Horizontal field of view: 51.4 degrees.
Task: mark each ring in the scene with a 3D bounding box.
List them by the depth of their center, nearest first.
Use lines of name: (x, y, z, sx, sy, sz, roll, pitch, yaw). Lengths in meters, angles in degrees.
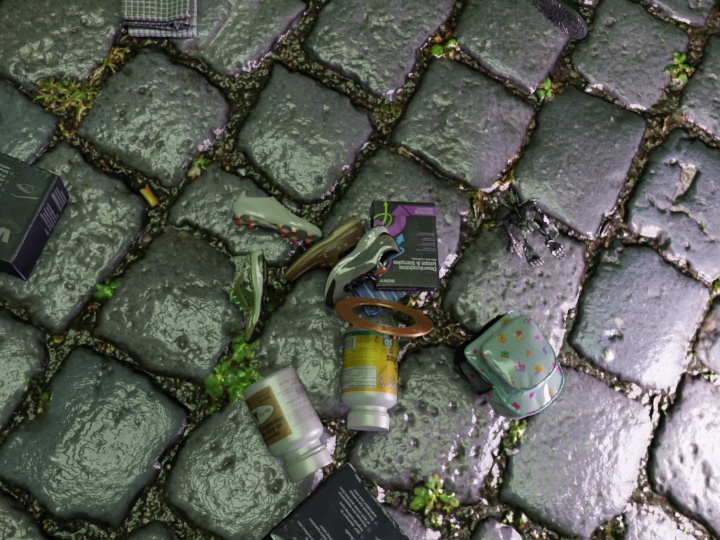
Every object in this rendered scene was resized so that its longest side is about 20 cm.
ring: (0.046, 0.095, 1.489, 0.199, 0.201, 0.019, 10, 105, -7)

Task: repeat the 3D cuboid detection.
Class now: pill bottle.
pill bottle: (-0.137, 0.299, 1.446, 0.114, 0.114, 0.201, -25, 79, -16)
pill bottle: (0.019, 0.215, 1.499, 0.112, 0.113, 0.201, 5, 72, -8)

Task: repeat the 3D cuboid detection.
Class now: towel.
towel: (0.060, -0.006, 1.626, 0.199, 0.024, 0.145, -32, 79, -19)
towel: (-0.454, -0.631, 1.692, 0.164, 0.086, 0.201, -1, 73, -9)

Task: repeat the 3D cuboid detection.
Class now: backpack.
backpack: (0.318, 0.201, 1.539, 0.175, 0.153, 0.200, -35, 88, -23)

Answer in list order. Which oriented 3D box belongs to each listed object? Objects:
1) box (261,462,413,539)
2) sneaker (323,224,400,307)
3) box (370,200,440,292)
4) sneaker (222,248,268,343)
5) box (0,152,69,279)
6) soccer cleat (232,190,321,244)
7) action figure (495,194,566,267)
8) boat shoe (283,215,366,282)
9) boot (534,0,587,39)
box: (-0.044, 0.503, 1.380, 0.200, 0.118, 0.197, -36, 81, -30)
sneaker: (0.000, 0.000, 1.546, 0.079, 0.074, 0.200, 42, 90, 24)
box: (0.096, -0.053, 1.618, 0.142, 0.036, 0.201, 1, 71, -9)
sneaker: (-0.238, 0.054, 1.536, 0.088, 0.077, 0.201, -1, 68, 3)
box: (-0.714, -0.118, 1.464, 0.196, 0.117, 0.201, 21, 70, -3)
soccer cleat: (-0.174, -0.116, 1.594, 0.199, 0.069, 0.078, 16, 67, -2)
action figure: (0.375, -0.083, 1.660, 0.118, 0.102, 0.200, -28, 36, 10)
boat shoe: (-0.071, -0.033, 1.574, 0.200, 0.072, 0.068, -37, 94, -4)
boot: (0.561, -0.702, 1.906, 0.165, 0.066, 0.200, 45, 67, 3)
